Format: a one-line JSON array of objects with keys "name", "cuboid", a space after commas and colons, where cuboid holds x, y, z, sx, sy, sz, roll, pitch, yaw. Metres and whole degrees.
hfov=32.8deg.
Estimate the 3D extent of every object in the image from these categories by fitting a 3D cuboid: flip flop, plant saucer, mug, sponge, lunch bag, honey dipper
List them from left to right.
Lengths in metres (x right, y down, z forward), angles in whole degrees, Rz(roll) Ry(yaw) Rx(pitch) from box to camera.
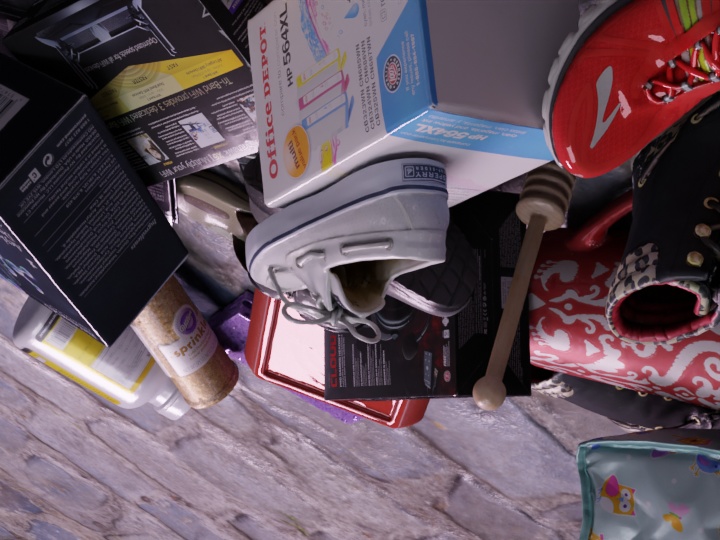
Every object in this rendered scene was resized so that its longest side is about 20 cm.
[{"name": "flip flop", "cuboid": [-0.092, -0.027, 1.073, 0.198, 0.058, 0.081, 25, 147, 5]}, {"name": "sponge", "cuboid": [-0.064, 0.097, 1.304, 0.199, 0.030, 0.111, 31, 149, -16]}, {"name": "plant saucer", "cuboid": [-0.017, 0.073, 1.183, 0.197, 0.037, 0.201, 20, 140, 4]}, {"name": "honey dipper", "cuboid": [0.111, 0.005, 0.849, 0.038, 0.202, 0.038, 16, 150, 9]}, {"name": "mug", "cuboid": [0.228, 0.011, 0.899, 0.198, 0.180, 0.133, 8, -175, 32]}, {"name": "lunch bag", "cuboid": [0.277, 0.171, 0.902, 0.198, 0.124, 0.170, -5, 173, 31]}]

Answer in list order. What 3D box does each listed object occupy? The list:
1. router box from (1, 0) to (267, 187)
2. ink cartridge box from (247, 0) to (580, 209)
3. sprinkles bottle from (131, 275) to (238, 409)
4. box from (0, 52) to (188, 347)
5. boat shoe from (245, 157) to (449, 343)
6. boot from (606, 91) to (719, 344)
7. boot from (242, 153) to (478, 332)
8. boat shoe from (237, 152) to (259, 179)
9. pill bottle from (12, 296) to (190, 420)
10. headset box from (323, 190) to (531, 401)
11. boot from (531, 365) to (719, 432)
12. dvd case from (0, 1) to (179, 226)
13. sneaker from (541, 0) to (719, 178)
[{"name": "router box", "cuboid": [-0.142, -0.148, 0.888, 0.198, 0.053, 0.158, -11, 129, 41]}, {"name": "ink cartridge box", "cuboid": [0.023, -0.113, 0.742, 0.124, 0.130, 0.199, 4, 163, -35]}, {"name": "sprinkles bottle", "cuboid": [-0.196, 0.051, 1.239, 0.068, 0.069, 0.201, -1, 134, 35]}, {"name": "box", "cuboid": [-0.250, -0.058, 0.952, 0.147, 0.107, 0.201, 26, 158, 32]}, {"name": "boat shoe", "cuboid": [-0.009, 0.003, 0.747, 0.074, 0.087, 0.201, 3, 165, -34]}, {"name": "boot", "cuboid": [0.225, -0.050, 0.705, 0.073, 0.155, 0.203, 34, 144, -17]}, {"name": "boot", "cuboid": [0.000, 0.000, 0.889, 0.199, 0.070, 0.133, 33, 147, 26]}, {"name": "boat shoe", "cuboid": [-0.021, -0.094, 0.904, 0.198, 0.072, 0.071, -14, 121, 36]}, {"name": "pill bottle", "cuboid": [-0.265, 0.079, 1.324, 0.199, 0.113, 0.112, 34, 149, -22]}, {"name": "headset box", "cuboid": [0.041, 0.026, 0.954, 0.076, 0.151, 0.199, 4, 172, -34]}, {"name": "boot", "cuboid": [0.237, 0.087, 1.010, 0.152, 0.074, 0.203, 22, 158, -26]}, {"name": "dvd case", "cuboid": [-0.226, -0.124, 1.023, 0.147, 0.016, 0.201, 17, 141, 9]}, {"name": "sneaker", "cuboid": [0.175, -0.119, 0.621, 0.200, 0.085, 0.077, -44, 120, 15]}]
